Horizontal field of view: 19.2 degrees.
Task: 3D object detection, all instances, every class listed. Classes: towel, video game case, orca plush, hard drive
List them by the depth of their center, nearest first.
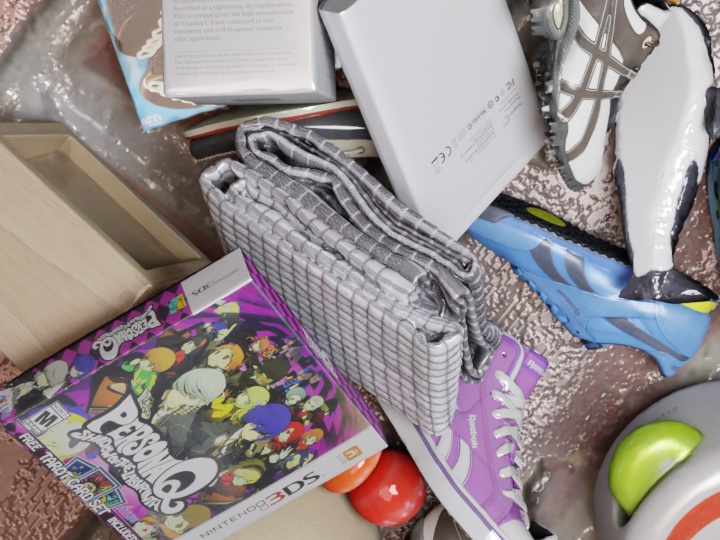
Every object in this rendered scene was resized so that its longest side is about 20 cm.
[{"bbox_3d":[-0.103,0.094,1.350,0.181,0.036,0.200,-30,135,6],"label":"video game case"},{"bbox_3d":[0.052,-0.126,1.376,0.132,0.027,0.200,-47,133,-27],"label":"hard drive"},{"bbox_3d":[0.000,0.000,1.387,0.200,0.166,0.086,34,71,18],"label":"towel"},{"bbox_3d":[0.221,-0.074,1.434,0.105,0.071,0.200,-21,67,40],"label":"orca plush"}]

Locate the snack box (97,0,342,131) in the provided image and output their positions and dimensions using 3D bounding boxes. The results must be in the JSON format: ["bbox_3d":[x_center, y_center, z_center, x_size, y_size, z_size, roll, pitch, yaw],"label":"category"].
[{"bbox_3d":[-0.070,-0.179,1.437,0.200,0.037,0.116,-18,101,5],"label":"snack box"}]

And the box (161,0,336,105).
[{"bbox_3d":[-0.071,-0.207,1.347,0.097,0.124,0.200,-1,91,5],"label":"box"}]

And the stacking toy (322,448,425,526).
[{"bbox_3d":[-0.036,0.109,1.460,0.085,0.085,0.200,-44,111,10],"label":"stacking toy"}]

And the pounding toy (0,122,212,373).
[{"bbox_3d":[-0.197,0.013,1.426,0.184,0.200,0.142,43,101,6],"label":"pounding toy"}]

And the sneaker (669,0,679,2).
[{"bbox_3d":[0.168,-0.206,1.410,0.200,0.074,0.079,-14,107,4],"label":"sneaker"}]

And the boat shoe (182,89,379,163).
[{"bbox_3d":[-0.019,-0.091,1.444,0.200,0.071,0.063,-9,106,-1],"label":"boat shoe"}]

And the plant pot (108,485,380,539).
[{"bbox_3d":[-0.086,0.226,1.485,0.200,0.134,0.201,0,103,2],"label":"plant pot"}]

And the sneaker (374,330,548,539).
[{"bbox_3d":[0.092,0.111,1.446,0.114,0.073,0.201,-33,63,2],"label":"sneaker"}]

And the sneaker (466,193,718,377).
[{"bbox_3d":[0.145,0.011,1.465,0.200,0.066,0.079,26,106,-5],"label":"sneaker"}]

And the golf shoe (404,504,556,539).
[{"bbox_3d":[0.122,0.236,1.501,0.200,0.078,0.095,40,107,-9],"label":"golf shoe"}]

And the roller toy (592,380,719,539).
[{"bbox_3d":[0.256,0.177,1.464,0.182,0.140,0.200,-5,112,-3],"label":"roller toy"}]

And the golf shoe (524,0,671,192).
[{"bbox_3d":[0.157,-0.137,1.380,0.094,0.078,0.200,-8,130,2],"label":"golf shoe"}]

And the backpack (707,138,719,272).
[{"bbox_3d":[0.311,-0.013,1.385,0.134,0.200,0.183,-9,104,1],"label":"backpack"}]
